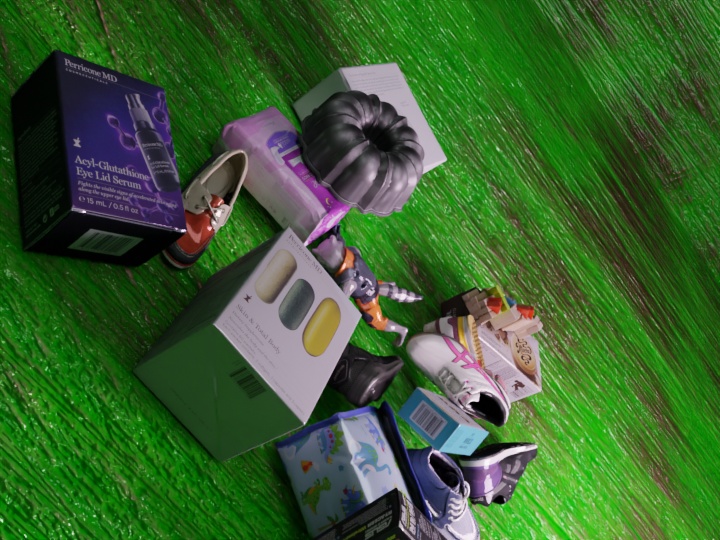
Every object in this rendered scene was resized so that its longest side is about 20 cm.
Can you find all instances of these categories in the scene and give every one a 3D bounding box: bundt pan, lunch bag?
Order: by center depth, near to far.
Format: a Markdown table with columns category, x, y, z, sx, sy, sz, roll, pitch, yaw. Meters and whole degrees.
| category | x | y | z | sx | sy | sz | roll | pitch | yaw |
| --- | --- | --- | --- | --- | --- | --- | --- | --- | --- |
| lunch bag | 0.009 | 0.267 | 1.023 | 0.200 | 0.127 | 0.171 | 11 | 55 | -64 |
| bundt pan | 0.014 | -0.183 | 1.169 | 0.201 | 0.076 | 0.203 | 22 | 47 | -26 |

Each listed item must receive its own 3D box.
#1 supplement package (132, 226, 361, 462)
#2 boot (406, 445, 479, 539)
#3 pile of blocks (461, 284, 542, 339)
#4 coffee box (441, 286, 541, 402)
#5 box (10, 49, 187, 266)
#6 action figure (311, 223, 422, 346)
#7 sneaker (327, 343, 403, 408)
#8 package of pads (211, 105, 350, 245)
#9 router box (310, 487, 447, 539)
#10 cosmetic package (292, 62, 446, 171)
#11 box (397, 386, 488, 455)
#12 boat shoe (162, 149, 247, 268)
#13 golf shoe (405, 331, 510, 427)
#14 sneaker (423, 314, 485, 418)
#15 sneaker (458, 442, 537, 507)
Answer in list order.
| category | x | y | z | sx | sy | sz | roll | pitch | yaw |
| --- | --- | --- | --- | --- | --- | --- | --- | --- | --- |
| supplement package | -0.125 | 0.083 | 0.938 | 0.152 | 0.150 | 0.200 | 50 | 35 | -15 |
| boot | 0.125 | 0.330 | 1.138 | 0.200 | 0.090 | 0.073 | 47 | 51 | -17 |
| pile of blocks | 0.259 | 0.063 | 1.394 | 0.199 | 0.062 | 0.083 | 19 | 51 | -47 |
| coffee box | 0.236 | 0.136 | 1.439 | 0.200 | 0.080 | 0.114 | 39 | 39 | -30 |
| box | -0.295 | -0.121 | 0.898 | 0.147 | 0.104 | 0.202 | 9 | 60 | -49 |
| action figure | 0.000 | 0.000 | 1.208 | 0.193 | 0.104 | 0.201 | 38 | 40 | -41 |
| sneaker | -0.007 | 0.132 | 1.122 | 0.114 | 0.077 | 0.199 | 35 | 8 | 16 |
| package of pads | -0.107 | -0.139 | 1.151 | 0.200 | 0.076 | 0.120 | 47 | 39 | 3 |
| router box | 0.009 | 0.352 | 0.885 | 0.150 | 0.199 | 0.062 | 49 | 16 | -20 |
| cosmetic package | 0.019 | -0.237 | 1.375 | 0.199 | 0.122 | 0.201 | -26 | 90 | -56 |
| box | 0.125 | 0.225 | 1.173 | 0.082 | 0.049 | 0.200 | 39 | 2 | 25 |
| boat shoe | -0.199 | -0.086 | 1.038 | 0.071 | 0.062 | 0.201 | 46 | 38 | -25 |
| golf shoe | 0.156 | 0.167 | 1.246 | 0.199 | 0.073 | 0.092 | 34 | 19 | -11 |
| sneaker | 0.160 | 0.163 | 1.339 | 0.075 | 0.089 | 0.201 | -68 | 148 | -60 |
| sneaker | 0.229 | 0.336 | 1.317 | 0.199 | 0.075 | 0.088 | 0 | 82 | -49 |
